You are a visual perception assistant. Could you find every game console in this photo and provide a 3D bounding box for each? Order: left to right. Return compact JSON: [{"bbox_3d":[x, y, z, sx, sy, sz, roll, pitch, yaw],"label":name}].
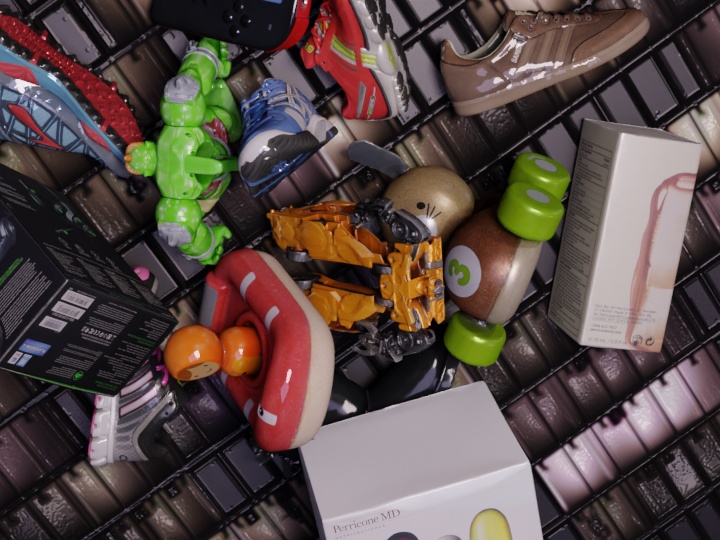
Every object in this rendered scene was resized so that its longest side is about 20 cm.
[{"bbox_3d":[-0.104,-0.295,1.102,0.176,0.031,0.202,18,104,32],"label":"game console"}]

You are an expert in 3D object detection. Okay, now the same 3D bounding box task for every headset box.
[{"bbox_3d":[-0.279,-0.004,1.094,0.093,0.174,0.200,-48,66,5],"label":"headset box"}]

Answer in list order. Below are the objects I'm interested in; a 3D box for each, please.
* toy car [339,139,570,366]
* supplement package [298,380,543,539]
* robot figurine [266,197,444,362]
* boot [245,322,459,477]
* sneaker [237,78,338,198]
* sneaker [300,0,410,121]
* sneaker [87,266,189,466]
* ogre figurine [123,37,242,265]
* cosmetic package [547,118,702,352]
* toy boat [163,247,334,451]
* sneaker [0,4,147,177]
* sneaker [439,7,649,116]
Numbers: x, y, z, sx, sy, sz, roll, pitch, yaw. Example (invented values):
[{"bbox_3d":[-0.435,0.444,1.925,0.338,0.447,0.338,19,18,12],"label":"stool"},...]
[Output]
[{"bbox_3d":[0.067,-0.040,1.193,0.198,0.158,0.165,23,117,3],"label":"toy car"},{"bbox_3d":[0.060,0.243,1.191,0.189,0.147,0.202,-15,116,-5],"label":"supplement package"},{"bbox_3d":[0.000,0.000,1.165,0.058,0.199,0.146,-19,112,-45],"label":"robot figurine"},{"bbox_3d":[-0.009,0.116,1.253,0.161,0.073,0.200,24,100,-10],"label":"boot"},{"bbox_3d":[-0.078,-0.118,1.124,0.076,0.200,0.077,-39,95,12],"label":"sneaker"},{"bbox_3d":[-0.017,-0.209,1.144,0.084,0.077,0.201,-11,130,14],"label":"sneaker"},{"bbox_3d":[-0.200,0.094,1.217,0.087,0.074,0.202,8,107,-10],"label":"sneaker"},{"bbox_3d":[-0.146,-0.102,1.145,0.097,0.120,0.201,24,102,6],"label":"ogre figurine"},{"bbox_3d":[0.248,-0.034,1.237,0.086,0.103,0.202,6,104,-11],"label":"cosmetic package"},{"bbox_3d":[-0.110,0.072,1.144,0.130,0.200,0.131,-4,124,-31],"label":"toy boat"},{"bbox_3d":[-0.279,-0.146,1.157,0.200,0.080,0.095,41,118,-16],"label":"sneaker"},{"bbox_3d":[0.168,-0.211,1.197,0.199,0.070,0.076,-24,105,-3],"label":"sneaker"}]
